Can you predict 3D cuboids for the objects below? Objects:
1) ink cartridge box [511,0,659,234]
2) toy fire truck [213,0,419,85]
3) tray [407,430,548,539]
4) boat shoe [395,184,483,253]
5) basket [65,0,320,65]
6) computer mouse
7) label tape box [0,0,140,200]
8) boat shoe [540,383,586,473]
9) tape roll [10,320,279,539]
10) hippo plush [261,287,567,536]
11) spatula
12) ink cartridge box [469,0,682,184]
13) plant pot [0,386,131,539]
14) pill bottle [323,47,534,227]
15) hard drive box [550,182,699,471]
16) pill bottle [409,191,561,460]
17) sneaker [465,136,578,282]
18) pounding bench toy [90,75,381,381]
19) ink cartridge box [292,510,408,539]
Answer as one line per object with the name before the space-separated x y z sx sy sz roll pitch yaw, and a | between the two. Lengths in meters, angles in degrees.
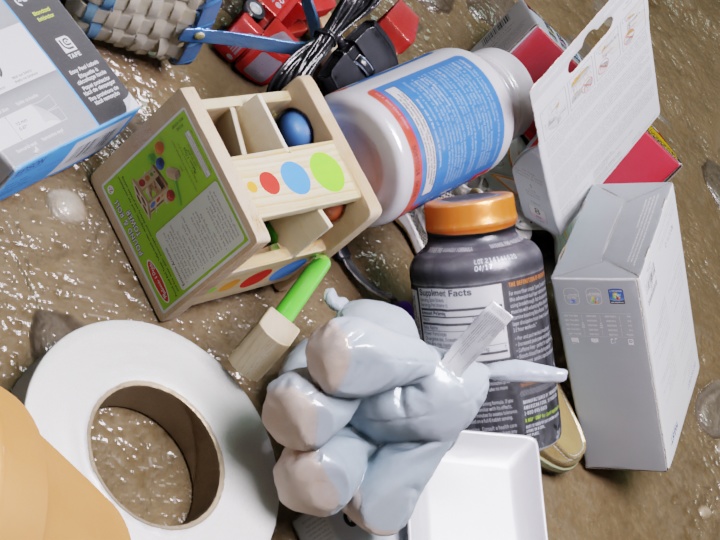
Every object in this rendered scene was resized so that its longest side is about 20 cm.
ink cartridge box | 0.188 -0.149 1.368 0.163 0.057 0.200 -49 144 -18
toy fire truck | -0.035 -0.209 1.416 0.141 0.049 0.200 43 40 -12
tray | 0.084 0.208 1.154 0.107 0.022 0.200 6 56 -12
boat shoe | 0.082 -0.043 1.390 0.200 0.069 0.071 49 39 -4
basket | -0.137 -0.255 1.269 0.200 0.139 0.177 -1 62 -22
computer mouse | -0.017 -0.144 1.321 0.046 0.200 0.140 38 77 14
label tape box | -0.272 -0.156 1.133 0.200 0.066 0.143 54 39 -1
boat shoe | 0.132 0.079 1.341 0.200 0.076 0.072 51 37 -4
tape roll | -0.144 0.130 1.066 0.203 0.037 0.203 25 47 -30
hippo plush | 0.000 0.067 1.134 0.159 0.200 0.161 44 2 -32
spatula | 0.000 0.000 1.315 0.200 0.021 0.057 56 27 8
ink cartridge box | 0.204 -0.148 1.527 0.200 0.084 0.176 41 14 -14
plant pot | -0.219 0.162 0.865 0.140 0.200 0.200 37 38 -45
pill bottle | 0.055 -0.117 1.301 0.200 0.112 0.112 -28 82 -42
hard drive box | 0.233 0.048 1.386 0.156 0.077 0.200 -57 140 -51
pill bottle | 0.096 0.040 1.253 0.106 0.106 0.200 -15 101 -49
sneaker | 0.129 -0.067 1.456 0.200 0.076 0.092 34 48 -19
pounding bench toy | -0.069 -0.025 1.185 0.156 0.124 0.200 -14 72 -49
ink cartridge box | 0.066 0.246 1.181 0.199 0.041 0.200 -9 69 -47
